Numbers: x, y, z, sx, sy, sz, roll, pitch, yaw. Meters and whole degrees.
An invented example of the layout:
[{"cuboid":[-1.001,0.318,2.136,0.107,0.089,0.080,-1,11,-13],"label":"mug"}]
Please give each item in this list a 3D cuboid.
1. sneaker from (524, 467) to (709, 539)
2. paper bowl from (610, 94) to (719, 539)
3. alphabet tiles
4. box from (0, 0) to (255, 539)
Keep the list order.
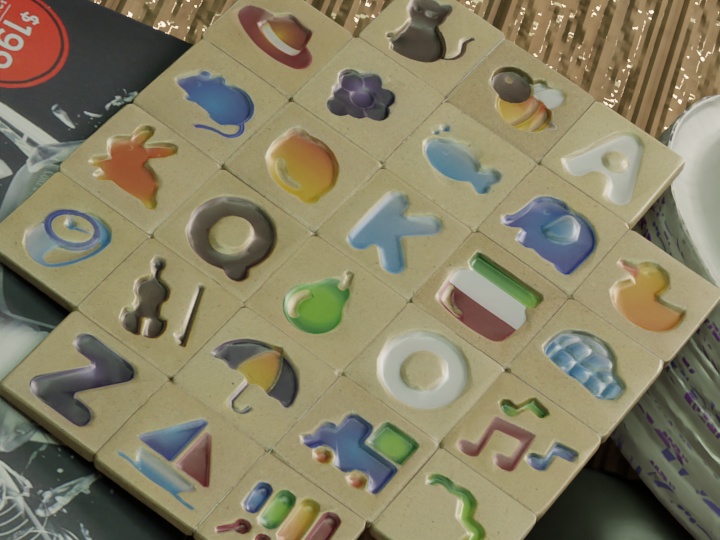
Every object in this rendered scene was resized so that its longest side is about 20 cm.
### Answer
[{"cuboid":[0.101,0.132,0.856,0.200,0.076,0.091,48,11,19],"label":"sneaker"},{"cuboid":[0.170,0.022,0.929,0.200,0.104,0.201,29,31,-19],"label":"paper bowl"},{"cuboid":[0.000,0.000,0.834,0.166,0.006,0.200,35,54,12],"label":"alphabet tiles"},{"cuboid":[-0.109,0.022,0.860,0.182,0.104,0.200,23,50,-5],"label":"box"}]
